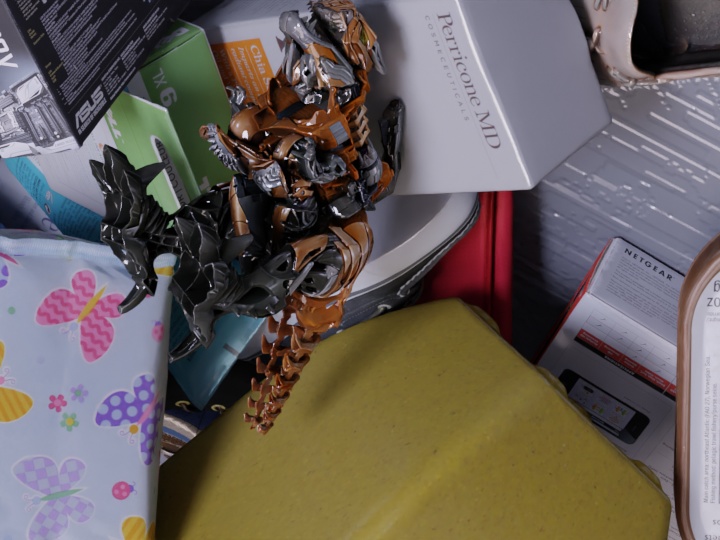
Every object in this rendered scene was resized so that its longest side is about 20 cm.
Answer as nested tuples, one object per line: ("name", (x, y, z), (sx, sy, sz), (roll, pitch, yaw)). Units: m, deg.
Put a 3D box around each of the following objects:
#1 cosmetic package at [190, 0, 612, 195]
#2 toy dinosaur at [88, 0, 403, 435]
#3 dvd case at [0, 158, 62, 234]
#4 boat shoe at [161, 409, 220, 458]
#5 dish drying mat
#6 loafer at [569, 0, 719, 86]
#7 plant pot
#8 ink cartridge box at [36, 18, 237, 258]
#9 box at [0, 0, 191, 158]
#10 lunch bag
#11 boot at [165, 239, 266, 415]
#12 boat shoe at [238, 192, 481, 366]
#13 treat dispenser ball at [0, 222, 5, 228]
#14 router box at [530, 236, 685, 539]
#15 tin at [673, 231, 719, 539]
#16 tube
("cosmetic package", (0.013, -0.094, 0.981), (0.199, 0.071, 0.102), (-1, 119, 47))
("toy dinosaur", (-0.035, -0.017, 0.910), (0.102, 0.135, 0.202), (7, 107, 54))
("dvd case", (-0.248, -0.058, 1.248), (0.199, 0.018, 0.143), (36, 137, -4))
("boat shoe", (-0.092, 0.088, 1.261), (0.199, 0.073, 0.072), (25, 158, -1))
("dish drying mat", (0.046, 0.008, 1.089), (0.076, 0.018, 0.201), (19, 128, 30))
("loafer", (0.143, -0.117, 0.926), (0.199, 0.063, 0.072), (-3, 127, 33))
("plant pot", (0.037, 0.133, 1.025), (0.194, 0.200, 0.195), (43, 180, -29))
("ink cartridge box", (-0.108, -0.074, 1.024), (0.200, 0.059, 0.104), (26, 142, 51))
("box", (-0.136, -0.174, 0.939), (0.049, 0.200, 0.158), (-4, 128, 30))
("lunch bag", (-0.174, 0.064, 1.043), (0.126, 0.171, 0.200), (5, -179, -18))
("boot", (-0.085, 0.078, 1.183), (0.154, 0.074, 0.204), (41, 98, -15))
("boat shoe", (0.000, 0.000, 1.075), (0.056, 0.069, 0.200), (32, 138, -27))
("treat dispenser ball", (-0.283, 0.044, 1.201), (0.200, 0.201, 0.202), (16, 135, 17))
("router box", (0.180, 0.099, 1.115), (0.199, 0.049, 0.180), (31, 138, 2))
("tin", (0.211, 0.071, 1.015), (0.111, 0.042, 0.202), (2, 105, 15))
("tube", (-0.125, -0.017, 1.124), (0.200, 0.050, 0.078), (45, 113, 31))
